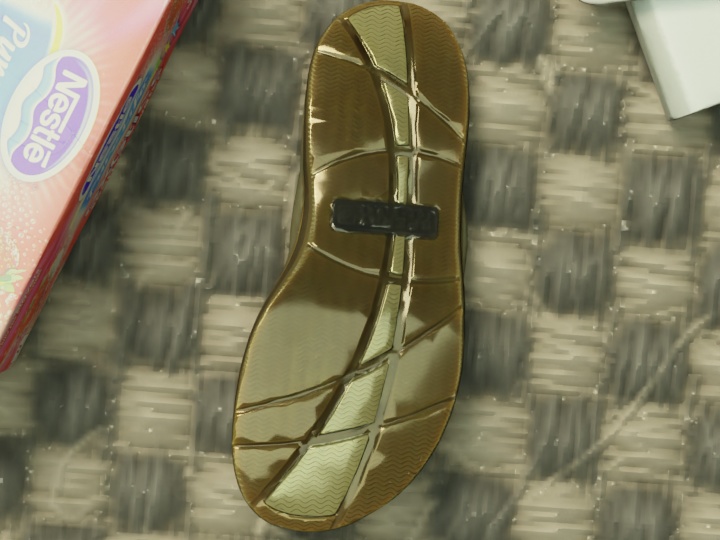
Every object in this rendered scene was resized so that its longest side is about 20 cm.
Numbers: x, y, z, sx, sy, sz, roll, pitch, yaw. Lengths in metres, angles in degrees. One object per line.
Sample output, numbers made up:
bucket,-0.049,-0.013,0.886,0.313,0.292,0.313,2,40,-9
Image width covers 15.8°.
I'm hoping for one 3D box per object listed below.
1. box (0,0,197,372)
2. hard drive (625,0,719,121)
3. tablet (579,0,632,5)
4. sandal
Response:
box,-0.129,-0.068,0.933,0.095,0.103,0.200,27,92,-1
hard drive,0.143,-0.172,0.963,0.132,0.026,0.200,-20,92,1
tablet,0.128,-0.203,0.942,0.130,0.014,0.200,-8,93,1
sandal,0.000,0.000,0.964,0.080,0.054,0.200,9,78,-5
